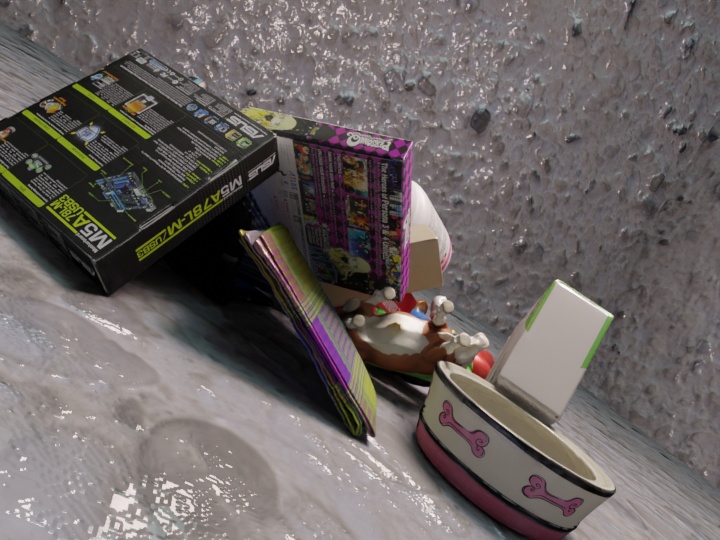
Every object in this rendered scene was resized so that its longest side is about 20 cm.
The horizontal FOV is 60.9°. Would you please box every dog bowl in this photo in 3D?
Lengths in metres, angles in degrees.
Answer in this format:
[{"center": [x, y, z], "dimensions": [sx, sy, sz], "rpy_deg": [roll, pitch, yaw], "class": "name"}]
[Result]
[{"center": [0.139, 0.176, 0.595], "dimensions": [0.198, 0.075, 0.200], "rpy_deg": [33, 5, -3], "class": "dog bowl"}]

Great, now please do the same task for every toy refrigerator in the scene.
[{"center": [0.000, 0.000, 0.776], "dimensions": [0.195, 0.072, 0.076], "rpy_deg": [-11, 18, -3], "class": "toy refrigerator"}]

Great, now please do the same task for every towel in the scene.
[{"center": [-0.042, 0.045, 0.560], "dimensions": [0.203, 0.022, 0.144], "rpy_deg": [60, 5, -6], "class": "towel"}, {"center": [-0.134, -0.046, 0.672], "dimensions": [0.143, 0.024, 0.202], "rpy_deg": [19, -34, 40], "class": "towel"}]

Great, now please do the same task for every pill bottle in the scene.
[{"center": [0.059, -0.064, 0.899], "dimensions": [0.113, 0.114, 0.200], "rpy_deg": [35, -6, 31], "class": "pill bottle"}]

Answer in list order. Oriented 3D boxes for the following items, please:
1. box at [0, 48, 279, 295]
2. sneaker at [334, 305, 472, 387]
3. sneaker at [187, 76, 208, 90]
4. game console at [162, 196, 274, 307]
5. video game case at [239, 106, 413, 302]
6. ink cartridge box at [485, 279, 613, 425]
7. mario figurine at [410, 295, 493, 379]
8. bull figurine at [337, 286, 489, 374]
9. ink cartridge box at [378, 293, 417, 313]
[{"center": [-0.204, -0.101, 0.536], "dimensions": [0.198, 0.193, 0.048], "rpy_deg": [33, -30, 22], "class": "box"}, {"center": [0.043, 0.106, 0.777], "dimensions": [0.197, 0.078, 0.084], "rpy_deg": [26, -29, -4], "class": "sneaker"}, {"center": [-0.194, -0.129, 0.718], "dimensions": [0.072, 0.083, 0.202], "rpy_deg": [22, -36, 7], "class": "sneaker"}, {"center": [-0.178, -0.060, 0.668], "dimensions": [0.198, 0.178, 0.116], "rpy_deg": [33, 34, 17], "class": "game console"}, {"center": [-0.034, -0.062, 0.638], "dimensions": [0.177, 0.036, 0.202], "rpy_deg": [15, -39, 16], "class": "video game case"}, {"center": [0.221, 0.124, 0.782], "dimensions": [0.083, 0.147, 0.201], "rpy_deg": [32, -19, 12], "class": "ink cartridge box"}, {"center": [0.151, 0.119, 0.985], "dimensions": [0.122, 0.107, 0.200], "rpy_deg": [32, 6, -35], "class": "mario figurine"}, {"center": [0.059, 0.076, 0.685], "dimensions": [0.195, 0.067, 0.122], "rpy_deg": [6, -30, -7], "class": "bull figurine"}, {"center": [0.015, 0.032, 0.930], "dimensions": [0.174, 0.085, 0.200], "rpy_deg": [35, -5, 22], "class": "ink cartridge box"}]
